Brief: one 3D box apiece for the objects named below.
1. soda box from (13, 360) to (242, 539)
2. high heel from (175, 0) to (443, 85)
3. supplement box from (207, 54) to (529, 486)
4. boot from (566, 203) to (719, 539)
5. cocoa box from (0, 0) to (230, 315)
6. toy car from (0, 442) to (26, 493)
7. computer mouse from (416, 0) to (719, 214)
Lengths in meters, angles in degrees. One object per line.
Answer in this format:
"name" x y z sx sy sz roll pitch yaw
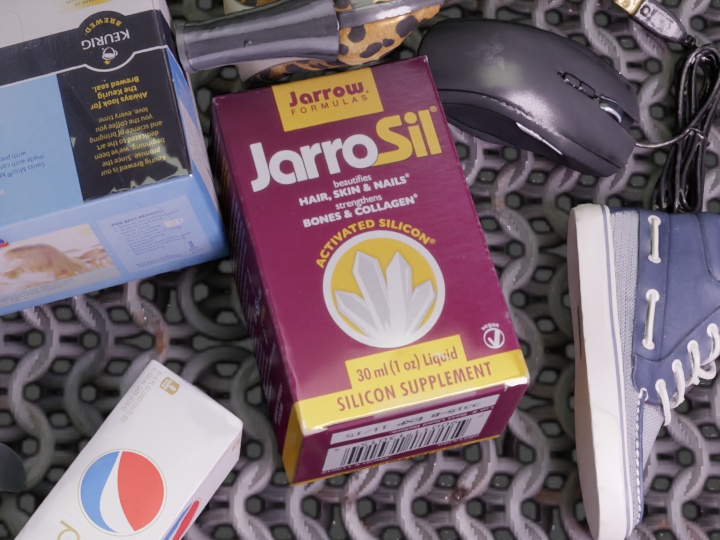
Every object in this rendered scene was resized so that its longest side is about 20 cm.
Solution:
"soda box" -0.142 0.149 1.006 0.063 0.068 0.201 33 68 7
"high heel" -0.010 -0.148 1.077 0.141 0.200 0.072 -9 105 14
"supplement box" 0.000 0.000 1.065 0.130 0.103 0.201 -13 69 -11
"boot" 0.167 0.054 1.079 0.089 0.073 0.202 0 67 -1
"cocoa box" -0.184 -0.061 1.032 0.198 0.133 0.132 -15 72 0
"toy car" -0.261 0.094 0.978 0.165 0.200 0.158 49 115 10
"computer mouse" 0.136 -0.122 1.139 0.199 0.046 0.141 25 65 -13
